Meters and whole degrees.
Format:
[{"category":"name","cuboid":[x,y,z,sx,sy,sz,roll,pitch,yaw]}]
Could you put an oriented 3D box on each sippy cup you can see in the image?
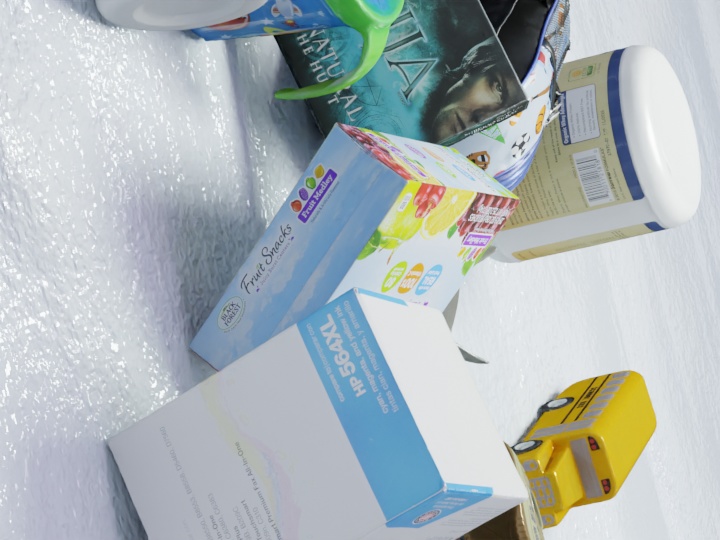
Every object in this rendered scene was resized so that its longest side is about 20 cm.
[{"category":"sippy cup","cuboid":[-0.056,-0.207,1.512,0.140,0.130,0.179,46,38,-53]}]

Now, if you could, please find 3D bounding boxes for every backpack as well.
[{"category":"backpack","cuboid":[0.053,-0.132,1.688,0.191,0.199,0.155,-66,151,-51]}]

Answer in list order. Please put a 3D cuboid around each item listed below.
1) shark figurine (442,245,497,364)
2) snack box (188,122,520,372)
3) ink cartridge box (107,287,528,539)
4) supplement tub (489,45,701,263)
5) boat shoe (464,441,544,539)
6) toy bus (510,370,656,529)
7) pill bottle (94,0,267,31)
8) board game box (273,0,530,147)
[{"category":"shark figurine","cuboid":[0.056,0.034,1.696,0.214,0.089,0.129,-77,-167,-82]},{"category":"snack box","cuboid":[0.000,0.000,1.496,0.068,0.169,0.200,39,12,21]},{"category":"ink cartridge box","cuboid":[-0.034,0.117,1.333,0.128,0.200,0.126,16,46,-65]},{"category":"supplement tub","cuboid":[0.151,-0.086,1.851,0.144,0.199,0.145,-12,90,-68]},{"category":"boat shoe","cuboid":[0.114,0.224,1.767,0.063,0.073,0.201,36,45,-54]},{"category":"toy bus","cuboid":[0.184,0.147,1.968,0.200,0.078,0.065,-41,116,-65]},{"category":"pill bottle","cuboid":[-0.116,-0.252,1.418,0.111,0.110,0.201,12,66,-66]},{"category":"board game box","cuboid":[0.010,-0.170,1.583,0.201,0.135,0.028,64,-5,9]}]
